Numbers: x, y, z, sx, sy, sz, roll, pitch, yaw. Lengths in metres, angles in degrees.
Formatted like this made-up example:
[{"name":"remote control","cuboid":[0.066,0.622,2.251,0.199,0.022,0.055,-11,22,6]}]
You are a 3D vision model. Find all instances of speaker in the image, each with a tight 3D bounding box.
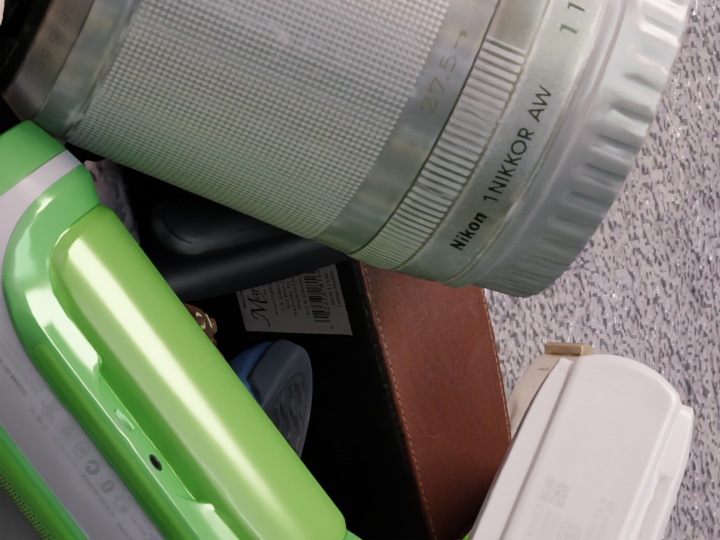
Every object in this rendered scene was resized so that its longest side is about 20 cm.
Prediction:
[{"name":"speaker","cuboid":[-0.073,0.054,0.877,0.200,0.088,0.088,53,43,-4]}]

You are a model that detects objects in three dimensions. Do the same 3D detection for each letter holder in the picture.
[{"name":"letter holder","cuboid":[0.000,0.000,1.154,0.142,0.100,0.200,-42,124,-49]}]

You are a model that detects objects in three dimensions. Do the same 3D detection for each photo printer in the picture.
[{"name":"photo printer","cuboid":[0.070,0.144,1.122,0.200,0.069,0.167,96,17,-64]}]

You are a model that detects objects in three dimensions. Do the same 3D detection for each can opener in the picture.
[{"name":"can opener","cuboid":[-0.009,-0.026,1.017,0.200,0.079,0.063,-25,152,-40]}]

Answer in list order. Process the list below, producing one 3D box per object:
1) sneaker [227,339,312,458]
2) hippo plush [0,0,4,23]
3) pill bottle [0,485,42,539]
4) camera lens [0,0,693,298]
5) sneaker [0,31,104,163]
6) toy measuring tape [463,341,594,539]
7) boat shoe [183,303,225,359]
[{"name":"sneaker","cuboid":[-0.087,0.099,0.961,0.200,0.078,0.066,-59,154,-23]},{"name":"hippo plush","cuboid":[-0.171,-0.133,0.871,0.161,0.199,0.160,-55,138,-71]},{"name":"pill bottle","cuboid":[-0.195,0.078,0.856,0.200,0.114,0.114,11,82,-55]},{"name":"camera lens","cuboid":[-0.010,-0.093,0.914,0.200,0.160,0.160,22,68,-12]},{"name":"sneaker","cuboid":[-0.113,-0.052,1.011,0.083,0.072,0.200,47,54,-49]},{"name":"toy measuring tape","cuboid":[0.065,0.120,1.281,0.200,0.073,0.074,-55,134,-38]},{"name":"boat shoe","cuboid":[-0.094,0.031,1.022,0.200,0.070,0.071,52,31,-74]}]
